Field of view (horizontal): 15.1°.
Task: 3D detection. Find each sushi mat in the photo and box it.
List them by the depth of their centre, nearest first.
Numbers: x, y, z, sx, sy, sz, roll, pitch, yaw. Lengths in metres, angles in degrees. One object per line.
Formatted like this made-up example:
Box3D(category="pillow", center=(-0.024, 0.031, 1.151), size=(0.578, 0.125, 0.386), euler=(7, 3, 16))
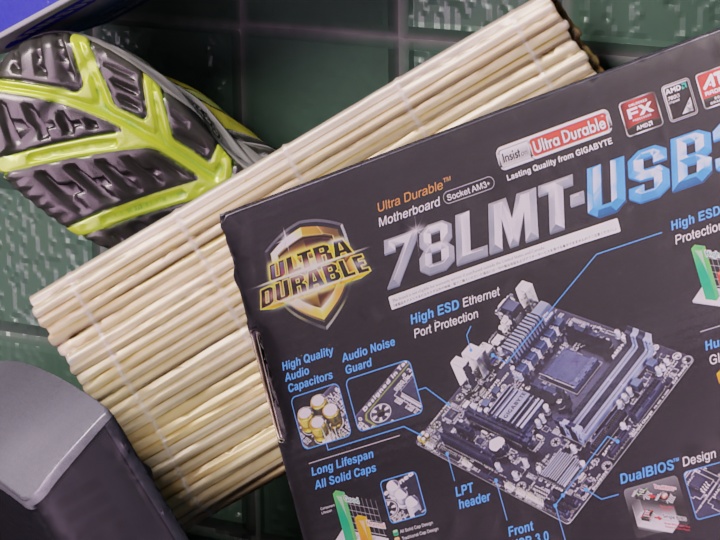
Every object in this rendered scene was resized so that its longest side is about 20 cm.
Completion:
Box3D(category="sushi mat", center=(0.000, 0.000, 0.867), size=(0.200, 0.012, 0.096), euler=(-30, 101, 10))

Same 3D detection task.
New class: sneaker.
Box3D(category="sneaker", center=(-0.035, -0.013, 0.912), size=(0.200, 0.076, 0.075), euler=(43, 101, -6))

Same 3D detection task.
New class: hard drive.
Box3D(category="hard drive", center=(-0.087, 0.097, 0.901), size=(0.135, 0.042, 0.200), euler=(60, 166, -11))

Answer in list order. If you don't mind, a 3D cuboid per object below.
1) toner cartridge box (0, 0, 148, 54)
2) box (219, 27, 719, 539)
Box3D(category="toner cartridge box", center=(-0.045, -0.128, 0.868), size=(0.200, 0.095, 0.043), euler=(-23, 90, 34))
Box3D(category="box", center=(0.072, 0.049, 0.771), size=(0.200, 0.050, 0.199), euler=(-20, 81, 30))
